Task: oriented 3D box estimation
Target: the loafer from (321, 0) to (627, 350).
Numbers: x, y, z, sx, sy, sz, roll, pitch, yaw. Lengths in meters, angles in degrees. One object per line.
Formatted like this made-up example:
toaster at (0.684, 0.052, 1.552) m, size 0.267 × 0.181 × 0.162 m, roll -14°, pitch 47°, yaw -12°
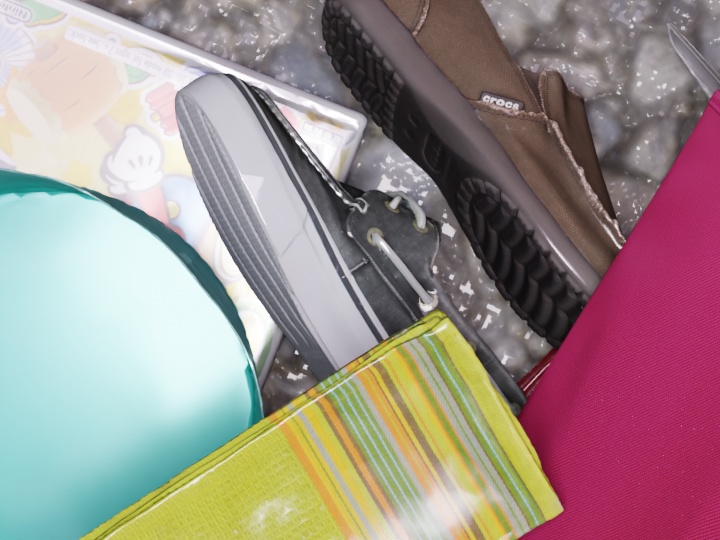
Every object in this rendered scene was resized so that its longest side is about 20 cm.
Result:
loafer at (0.068, -0.047, 1.088) m, size 0.071 × 0.073 × 0.200 m, roll -34°, pitch 82°, yaw -18°

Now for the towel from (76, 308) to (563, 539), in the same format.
towel at (-0.032, 0.102, 0.966) m, size 0.200 × 0.018 × 0.086 m, roll -33°, pitch 97°, yaw -1°

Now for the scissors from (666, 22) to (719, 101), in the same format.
scissors at (0.191, -0.020, 1.103) m, size 0.073 × 0.014 × 0.200 m, roll -23°, pitch 92°, yaw 3°

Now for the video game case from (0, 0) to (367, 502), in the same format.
video game case at (-0.122, -0.015, 1.120) m, size 0.200 × 0.023 × 0.182 m, roll 22°, pitch 90°, yaw 0°

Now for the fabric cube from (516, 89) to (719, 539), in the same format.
fabric cube at (0.184, 0.088, 0.987) m, size 0.200 × 0.196 × 0.199 m, roll 24°, pitch 105°, yaw -24°

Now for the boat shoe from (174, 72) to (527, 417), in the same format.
boat shoe at (0.000, 0.000, 1.085) m, size 0.071 × 0.072 × 0.200 m, roll -35°, pitch 103°, yaw -14°

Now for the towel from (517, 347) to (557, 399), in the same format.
towel at (0.152, 0.060, 1.122) m, size 0.200 × 0.023 × 0.144 m, roll -45°, pitch 92°, yaw 1°

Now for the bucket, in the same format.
bucket at (-0.131, 0.058, 1.040) m, size 0.207 × 0.135 × 0.207 m, roll 0°, pitch 93°, yaw 3°
